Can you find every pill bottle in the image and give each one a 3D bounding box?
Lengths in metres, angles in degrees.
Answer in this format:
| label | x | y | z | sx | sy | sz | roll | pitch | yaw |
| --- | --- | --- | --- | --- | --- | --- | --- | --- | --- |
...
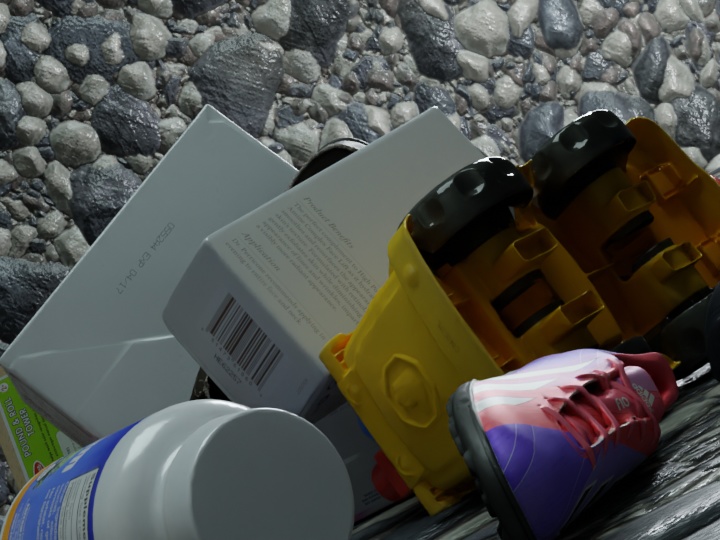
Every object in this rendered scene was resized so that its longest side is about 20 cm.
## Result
| label | x | y | z | sx | sy | sz | roll | pitch | yaw |
| --- | --- | --- | --- | --- | --- | --- | --- | --- | --- |
| pill bottle | -0.084 | 0.122 | 1.138 | 0.112 | 0.113 | 0.200 | -28 | 0 | -33 |

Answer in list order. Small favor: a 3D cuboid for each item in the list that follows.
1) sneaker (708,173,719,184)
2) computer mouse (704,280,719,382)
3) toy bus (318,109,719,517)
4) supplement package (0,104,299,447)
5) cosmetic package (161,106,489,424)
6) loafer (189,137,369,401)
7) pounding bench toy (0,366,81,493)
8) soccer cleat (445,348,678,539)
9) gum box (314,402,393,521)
| label | x | y | z | sx | sy | sz | roll | pitch | yaw |
| --- | --- | --- | --- | --- | --- | --- | --- | --- | --- |
| sneaker | 0.163 | 0.018 | 1.492 | 0.115 | 0.078 | 0.200 | -37 | -8 | -22 |
| computer mouse | 0.208 | 0.000 | 1.041 | 0.138 | 0.053 | 0.200 | -29 | 1 | -25 |
| toy bus | 0.080 | 0.036 | 1.227 | 0.199 | 0.136 | 0.192 | -26 | -17 | -41 |
| supplement package | -0.091 | 0.036 | 1.492 | 0.200 | 0.155 | 0.111 | -52 | -10 | -12 |
| cosmetic package | 0.000 | 0.000 | 1.322 | 0.199 | 0.102 | 0.074 | -30 | -18 | -43 |
| loafer | -0.034 | 0.012 | 1.403 | 0.071 | 0.073 | 0.201 | 94 | -160 | -75 |
| pounding bench toy | -0.141 | 0.149 | 1.641 | 0.124 | 0.201 | 0.156 | -29 | -31 | 3 |
| soccer cleat | 0.084 | 0.062 | 0.978 | 0.073 | 0.069 | 0.200 | -23 | -1 | 12 |
| gum box | 0.059 | 0.067 | 1.392 | 0.199 | 0.066 | 0.113 | -28 | 2 | 18 |
